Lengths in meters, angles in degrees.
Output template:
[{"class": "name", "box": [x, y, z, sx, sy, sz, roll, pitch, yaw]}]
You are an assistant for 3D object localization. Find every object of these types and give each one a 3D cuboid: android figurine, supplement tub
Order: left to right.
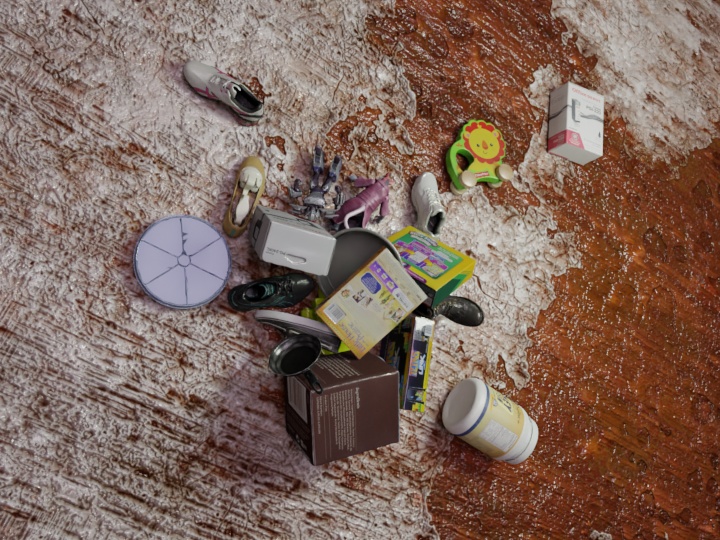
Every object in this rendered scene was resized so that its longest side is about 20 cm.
[{"class": "android figurine", "box": [-0.048, 0.126, 1.328, 0.181, 0.041, 0.201, -4, 82, -25]}, {"class": "supplement tub", "box": [0.313, 0.365, 1.389, 0.199, 0.144, 0.145, 34, 69, -15]}]

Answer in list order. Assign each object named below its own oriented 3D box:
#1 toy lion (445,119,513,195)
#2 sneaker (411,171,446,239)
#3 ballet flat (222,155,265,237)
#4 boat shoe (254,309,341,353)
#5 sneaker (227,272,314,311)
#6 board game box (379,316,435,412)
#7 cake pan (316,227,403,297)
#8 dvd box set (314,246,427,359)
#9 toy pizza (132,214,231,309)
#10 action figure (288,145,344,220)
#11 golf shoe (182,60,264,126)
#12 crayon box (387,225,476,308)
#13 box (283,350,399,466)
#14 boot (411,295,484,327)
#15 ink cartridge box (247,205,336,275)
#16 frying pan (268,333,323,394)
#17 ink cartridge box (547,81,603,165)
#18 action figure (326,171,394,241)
[{"class": "toy lion", "box": [0.315, -0.316, 1.566, 0.199, 0.069, 0.193, -14, 80, -25]}, {"class": "sneaker", "box": [0.182, -0.158, 1.450, 0.077, 0.099, 0.201, 4, 79, -23]}, {"class": "ballet flat", "box": [-0.250, -0.169, 1.278, 0.068, 0.063, 0.201, 17, 74, -20]}, {"class": "boat shoe", "box": [-0.137, 0.132, 1.249, 0.199, 0.071, 0.064, 14, 80, 2]}, {"class": "sneaker", "box": [-0.186, 0.048, 1.260, 0.199, 0.079, 0.076, -14, 86, -27]}, {"class": "board game box", "box": [0.096, 0.213, 1.307, 0.056, 0.165, 0.201, 14, 75, -21]}, {"class": "cake pan", "box": [0.000, 0.000, 1.272, 0.201, 0.200, 0.037, 54, 21, -6]}, {"class": "dvd box set", "box": [0.023, 0.069, 1.217, 0.200, 0.029, 0.146, -43, 105, -1]}, {"class": "toy pizza", "box": [-0.373, -0.018, 1.213, 0.199, 0.032, 0.202, 5, 78, -22]}, {"class": "action figure", "box": [-0.097, -0.190, 1.325, 0.129, 0.070, 0.201, 14, 55, -3]}, {"class": "golf shoe", "box": [-0.301, -0.409, 1.284, 0.199, 0.092, 0.073, 32, 71, -14]}, {"class": "crayon box", "box": [0.139, -0.014, 1.343, 0.199, 0.059, 0.172, 31, 41, 28]}, {"class": "box", "box": [-0.042, 0.278, 1.212, 0.199, 0.166, 0.165, -7, 103, -25]}, {"class": "boot", "box": [0.184, 0.091, 1.347, 0.199, 0.174, 0.070, 24, 104, 17]}, {"class": "ink cartridge box", "box": [-0.150, -0.067, 1.222, 0.144, 0.200, 0.084, 14, 100, -22]}, {"class": "frying pan", "box": [-0.104, 0.183, 1.152, 0.115, 0.189, 0.031, -45, 132, -30]}, {"class": "ink cartridge box", "box": [0.643, -0.438, 1.718, 0.145, 0.085, 0.201, 12, 74, -22]}, {"class": "action figure", "box": [0.008, -0.165, 1.356, 0.134, 0.149, 0.200, 42, 81, -5]}]
